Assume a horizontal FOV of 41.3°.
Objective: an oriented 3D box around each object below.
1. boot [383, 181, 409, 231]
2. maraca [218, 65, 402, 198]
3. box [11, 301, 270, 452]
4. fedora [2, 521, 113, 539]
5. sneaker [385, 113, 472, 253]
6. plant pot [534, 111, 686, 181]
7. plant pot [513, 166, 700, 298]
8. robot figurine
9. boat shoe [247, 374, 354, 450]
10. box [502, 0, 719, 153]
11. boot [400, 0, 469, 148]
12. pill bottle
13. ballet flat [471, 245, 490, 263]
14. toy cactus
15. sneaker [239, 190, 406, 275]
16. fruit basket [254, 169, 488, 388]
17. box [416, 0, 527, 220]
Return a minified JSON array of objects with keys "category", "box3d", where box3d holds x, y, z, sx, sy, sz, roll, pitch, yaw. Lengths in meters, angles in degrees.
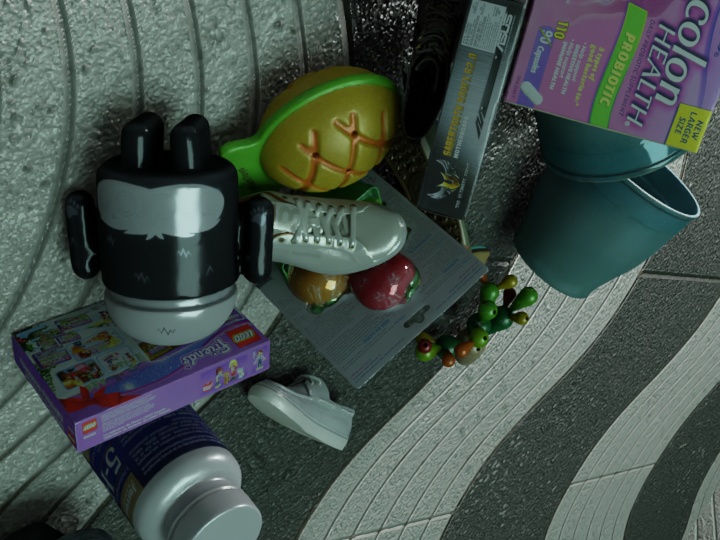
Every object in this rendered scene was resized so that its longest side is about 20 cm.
[{"category":"boot","box3d":[0.027,-0.056,1.103,0.199,0.074,0.076,-28,109,-21]},{"category":"maraca","box3d":[-0.050,-0.124,0.919,0.199,0.107,0.137,-28,152,3]},{"category":"box","box3d":[-0.204,0.077,0.897,0.199,0.137,0.039,-21,134,-33]},{"category":"fedora","box3d":[-0.352,0.336,0.989,0.200,0.091,0.201,-42,149,-33]},{"category":"sneaker","box3d":[0.090,-0.084,1.051,0.067,0.201,0.090,-22,177,37]},{"category":"plant pot","box3d":[0.280,-0.237,1.093,0.200,0.200,0.188,-38,126,-16]},{"category":"plant pot","box3d":[0.310,-0.073,1.274,0.199,0.200,0.188,3,134,-47]},{"category":"robot figurine","box3d":[-0.167,-0.035,0.837,0.125,0.150,0.201,-19,117,-47]},{"category":"boat shoe","box3d":[-0.065,0.165,1.179,0.200,0.072,0.069,39,69,-47]},{"category":"box","box3d":[0.259,-0.233,0.937,0.097,0.199,0.177,-70,175,-67]},{"category":"boot","box3d":[0.079,-0.237,0.904,0.174,0.069,0.201,-74,173,-52]},{"category":"pill bottle","box3d":[-0.191,0.208,0.968,0.119,0.200,0.120,-27,137,-28]},{"category":"ballet flat","box3d":[0.096,0.005,1.195,0.199,0.068,0.063,-3,81,-46]},{"category":"toy cactus","box3d":[0.151,0.081,1.328,0.200,0.102,0.165,-36,160,-22]},{"category":"sneaker","box3d":[-0.054,-0.037,0.915,0.199,0.073,0.085,-1,169,1]},{"category":"fruit basket","box3d":[0.000,0.000,0.995,0.185,0.200,0.094,-42,158,-13]},{"category":"box","box3d":[0.108,-0.168,0.888,0.159,0.048,0.201,-64,169,-63]}]
